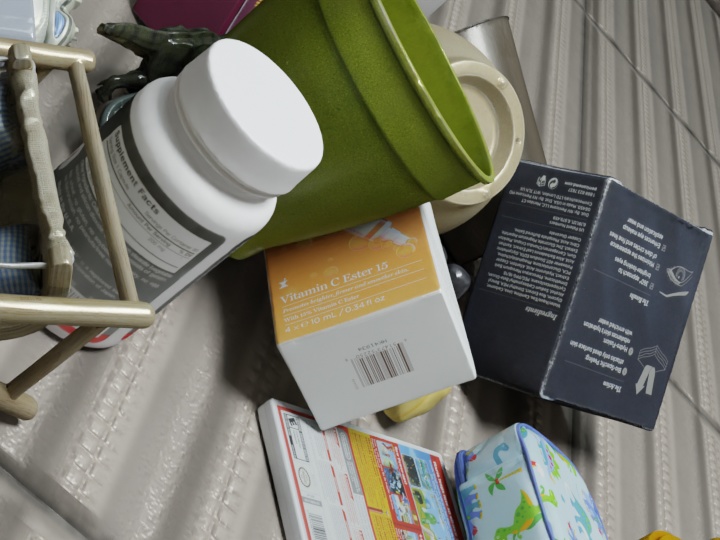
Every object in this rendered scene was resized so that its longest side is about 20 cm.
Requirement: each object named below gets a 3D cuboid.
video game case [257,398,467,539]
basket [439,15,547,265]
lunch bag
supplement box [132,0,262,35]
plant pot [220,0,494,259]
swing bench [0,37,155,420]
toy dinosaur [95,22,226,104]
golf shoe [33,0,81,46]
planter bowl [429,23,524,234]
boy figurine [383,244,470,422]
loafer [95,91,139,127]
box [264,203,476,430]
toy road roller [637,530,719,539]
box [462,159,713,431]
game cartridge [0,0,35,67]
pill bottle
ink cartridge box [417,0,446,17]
[{"bbox_3d":[0.012,0.180,1.058,0.199,0.017,0.144,24,40,-44],"label":"video game case"},{"bbox_3d":[0.106,-0.117,1.408,0.136,0.179,0.202,-19,86,-57],"label":"basket"},{"bbox_3d":[0.150,0.235,1.128,0.161,0.082,0.201,39,29,-46],"label":"lunch bag"},{"bbox_3d":[-0.077,-0.234,1.253,0.103,0.131,0.199,47,22,24],"label":"supplement box"},{"bbox_3d":[-0.036,-0.106,1.008,0.201,0.192,0.201,57,14,-22],"label":"plant pot"},{"bbox_3d":[-0.243,-0.043,0.793,0.199,0.129,0.200,19,44,-47],"label":"swing bench"},{"bbox_3d":[-0.159,-0.158,1.100,0.199,0.088,0.048,-5,62,-58],"label":"toy dinosaur"},{"bbox_3d":[-0.261,-0.238,1.050,0.097,0.078,0.201,20,41,-38],"label":"golf shoe"},{"bbox_3d":[0.057,-0.118,1.234,0.199,0.134,0.202,-4,98,-32],"label":"planter bowl"},{"bbox_3d":[0.045,0.050,1.212,0.124,0.064,0.200,48,25,-17],"label":"boy figurine"},{"bbox_3d":[-0.143,-0.098,1.106,0.199,0.062,0.073,-4,92,-55],"label":"loafer"},{"bbox_3d":[0.000,0.000,1.081,0.201,0.123,0.098,-102,171,-49],"label":"box"},{"bbox_3d":[0.275,0.309,1.183,0.122,0.146,0.201,27,37,-40],"label":"toy road roller"},{"bbox_3d":[0.206,0.025,1.325,0.196,0.117,0.202,20,87,-47],"label":"box"},{"bbox_3d":[-0.292,-0.223,0.967,0.132,0.042,0.201,6,51,-27],"label":"game cartridge"},{"bbox_3d":[-0.125,-0.048,0.905,0.114,0.200,0.114,38,31,-28],"label":"pill bottle"},{"bbox_3d":[0.002,-0.293,1.385,0.084,0.200,0.147,7,51,-47],"label":"ink cartridge box"}]
